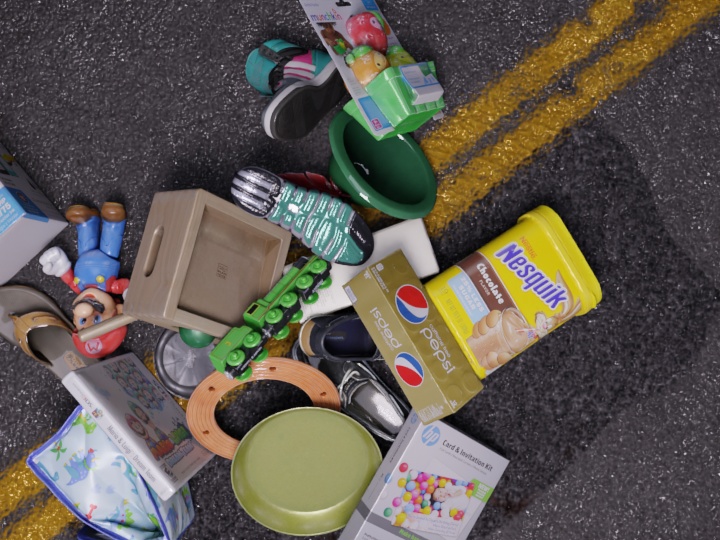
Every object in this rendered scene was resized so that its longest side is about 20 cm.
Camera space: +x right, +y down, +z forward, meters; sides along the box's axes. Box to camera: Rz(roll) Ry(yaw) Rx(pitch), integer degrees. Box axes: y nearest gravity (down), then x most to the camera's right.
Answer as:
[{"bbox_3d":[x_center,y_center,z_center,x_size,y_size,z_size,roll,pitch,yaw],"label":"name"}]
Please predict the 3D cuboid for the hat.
[{"bbox_3d":[-0.020,-0.107,1.127,0.201,0.165,0.176,54,131,8],"label":"hat"}]

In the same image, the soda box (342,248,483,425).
[{"bbox_3d":[0.064,0.081,1.022,0.067,0.064,0.202,-28,86,-41],"label":"soda box"}]

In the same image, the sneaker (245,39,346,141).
[{"bbox_3d":[-0.104,-0.240,1.079,0.119,0.200,0.085,19,127,17],"label":"sneaker"}]

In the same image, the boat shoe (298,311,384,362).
[{"bbox_3d":[0.018,0.083,1.077,0.197,0.062,0.076,-3,96,-28],"label":"boat shoe"}]

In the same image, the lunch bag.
[{"bbox_3d":[-0.295,0.265,1.051,0.200,0.170,0.128,45,90,1],"label":"lunch bag"}]

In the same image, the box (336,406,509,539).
[{"bbox_3d":[0.083,0.297,1.076,0.155,0.041,0.202,32,87,-25],"label":"box"}]

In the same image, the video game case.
[{"bbox_3d":[-0.266,0.185,1.039,0.024,0.200,0.182,-42,88,4],"label":"video game case"}]

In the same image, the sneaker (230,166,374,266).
[{"bbox_3d":[-0.071,-0.077,1.057,0.198,0.088,0.075,31,97,-16],"label":"sneaker"}]

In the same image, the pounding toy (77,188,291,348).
[{"bbox_3d":[-0.217,0.017,1.045,0.141,0.183,0.204,1,73,45],"label":"pounding toy"}]

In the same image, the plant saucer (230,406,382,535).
[{"bbox_3d":[-0.069,0.256,1.084,0.196,0.031,0.204,-2,115,-4],"label":"plant saucer"}]

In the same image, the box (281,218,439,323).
[{"bbox_3d":[0.000,0.000,1.107,0.197,0.068,0.084,-19,87,0],"label":"box"}]

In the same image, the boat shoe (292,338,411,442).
[{"bbox_3d":[-0.006,0.151,1.099,0.199,0.071,0.073,36,89,2],"label":"boat shoe"}]

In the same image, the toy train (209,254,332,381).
[{"bbox_3d":[-0.107,0.053,1.016,0.056,0.042,0.200,18,53,33],"label":"toy train"}]

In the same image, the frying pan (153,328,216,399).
[{"bbox_3d":[-0.197,0.138,1.127,0.188,0.031,0.116,32,89,5],"label":"frying pan"}]

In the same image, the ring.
[{"bbox_3d":[-0.123,0.178,1.069,0.196,0.019,0.203,-4,131,-4],"label":"ring"}]

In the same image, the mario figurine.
[{"bbox_3d":[-0.349,0.012,1.090,0.122,0.105,0.204,-13,77,45],"label":"mario figurine"}]

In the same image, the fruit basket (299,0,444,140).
[{"bbox_3d":[0.023,-0.275,1.073,0.093,0.184,0.203,-26,89,36],"label":"fruit basket"}]

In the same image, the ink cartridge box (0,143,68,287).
[{"bbox_3d":[-0.519,-0.094,1.083,0.146,0.147,0.201,-41,88,0],"label":"ink cartridge box"}]

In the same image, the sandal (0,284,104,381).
[{"bbox_3d":[-0.424,0.095,1.118,0.082,0.055,0.200,-45,88,-1],"label":"sandal"}]

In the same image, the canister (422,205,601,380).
[{"bbox_3d":[0.189,0.031,1.072,0.198,0.087,0.150,-32,88,-13],"label":"canister"}]
